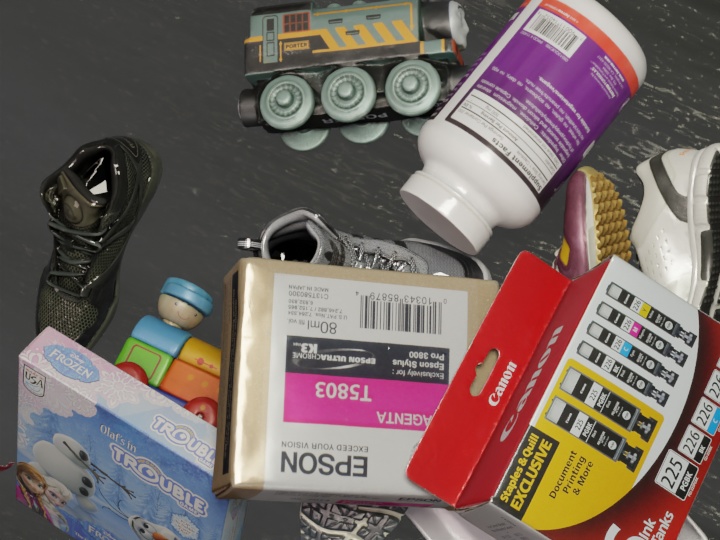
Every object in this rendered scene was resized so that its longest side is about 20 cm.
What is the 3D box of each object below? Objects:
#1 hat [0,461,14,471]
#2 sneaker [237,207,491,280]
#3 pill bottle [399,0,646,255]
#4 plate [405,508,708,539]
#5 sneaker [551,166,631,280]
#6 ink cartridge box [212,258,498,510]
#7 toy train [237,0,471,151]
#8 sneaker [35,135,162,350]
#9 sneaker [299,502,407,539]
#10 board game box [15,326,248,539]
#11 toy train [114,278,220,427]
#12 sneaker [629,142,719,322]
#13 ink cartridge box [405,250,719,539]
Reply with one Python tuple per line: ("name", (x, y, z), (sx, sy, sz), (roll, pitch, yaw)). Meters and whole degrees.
("hat", (-0.448, 0.141, 1.440), (0.166, 0.176, 0.200), (-49, 40, 9))
("sneaker", (0.000, 0.000, 1.283), (0.198, 0.114, 0.076), (6, 80, 15))
("pill bottle", (0.121, -0.112, 1.244), (0.112, 0.113, 0.200), (38, 82, 13))
("plate", (0.143, 0.183, 1.254), (0.200, 0.032, 0.200), (50, 122, 11))
("sneaker", (0.159, 0.022, 1.257), (0.089, 0.075, 0.202), (-3, 94, 30))
("ink cartridge box", (-0.002, 0.085, 1.185), (0.198, 0.075, 0.166), (5, 76, -15))
("toy train", (-0.005, -0.165, 1.317), (0.198, 0.085, 0.115), (-5, 76, 13))
("sneaker", (-0.236, -0.019, 1.348), (0.076, 0.114, 0.201), (25, 95, 16))
("sneaker", (0.018, 0.141, 1.280), (0.077, 0.086, 0.201), (28, 79, 4))
("board game box", (-0.184, 0.166, 1.295), (0.199, 0.043, 0.200), (29, 138, 14))
("toy train", (-0.102, 0.093, 1.324), (0.199, 0.085, 0.116), (23, 76, 13))
("sneaker", (0.249, 0.002, 1.257), (0.080, 0.073, 0.202), (6, 92, 42))
("ink cartridge box", (0.155, 0.101, 1.135), (0.175, 0.084, 0.201), (31, 71, -7))
